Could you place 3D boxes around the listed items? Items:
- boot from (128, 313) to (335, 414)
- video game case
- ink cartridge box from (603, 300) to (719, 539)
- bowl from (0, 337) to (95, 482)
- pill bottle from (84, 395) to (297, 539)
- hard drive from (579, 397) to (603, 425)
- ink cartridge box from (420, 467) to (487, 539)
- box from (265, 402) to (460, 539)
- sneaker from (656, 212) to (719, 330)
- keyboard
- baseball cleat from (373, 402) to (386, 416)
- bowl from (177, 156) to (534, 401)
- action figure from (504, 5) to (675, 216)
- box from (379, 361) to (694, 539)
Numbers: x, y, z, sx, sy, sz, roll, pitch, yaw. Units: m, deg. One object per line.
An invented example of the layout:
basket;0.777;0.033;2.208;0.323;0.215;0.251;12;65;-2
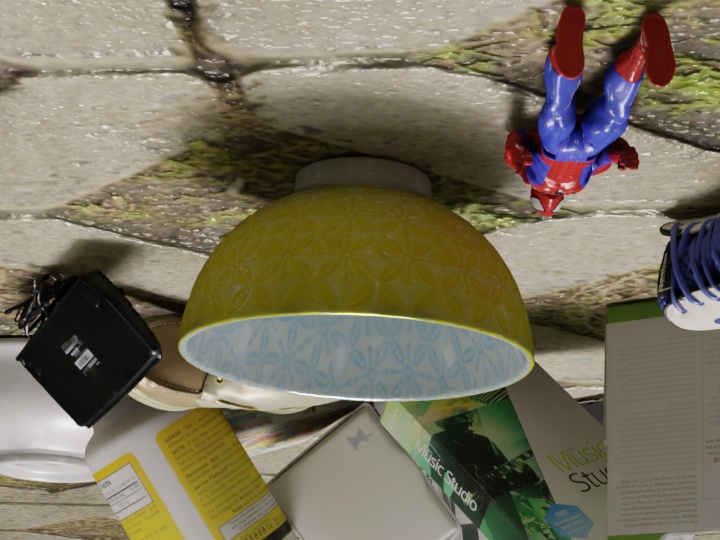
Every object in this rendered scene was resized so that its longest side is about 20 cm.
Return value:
boot;-0.064;0.060;1.277;0.199;0.073;0.154;12;162;-43
video game case;-0.106;0.145;1.540;0.180;0.023;0.200;-13;169;-22
ink cartridge box;0.243;0.121;1.198;0.147;0.202;0.076;-9;160;35
bowl;-0.256;0.124;1.486;0.199;0.091;0.201;2;162;1
pill bottle;-0.142;0.154;1.360;0.111;0.201;0.111;-31;180;0
hard drive;0.236;0.156;1.596;0.199;0.038;0.139;16;159;-38
ink cartridge box;0.119;0.242;1.706;0.199;0.148;0.084;-14;157;43
box;0.000;0.195;1.480;0.109;0.128;0.200;-38;175;-5
sneaker;0.216;-0.003;1.005;0.114;0.081;0.199;-7;162;22
keyboard;-0.190;0.041;1.240;0.104;0.040;0.200;48;149;-2
baseball cleat;0.055;0.123;1.463;0.106;0.070;0.199;-12;157;38
bowl;0.000;0.000;1.004;0.198;0.109;0.200;3;163;1
action figure;0.106;-0.067;0.878;0.065;0.052;0.200;0;166;-3
box;0.128;0.144;1.283;0.143;0.200;0.037;-13;134;-39
